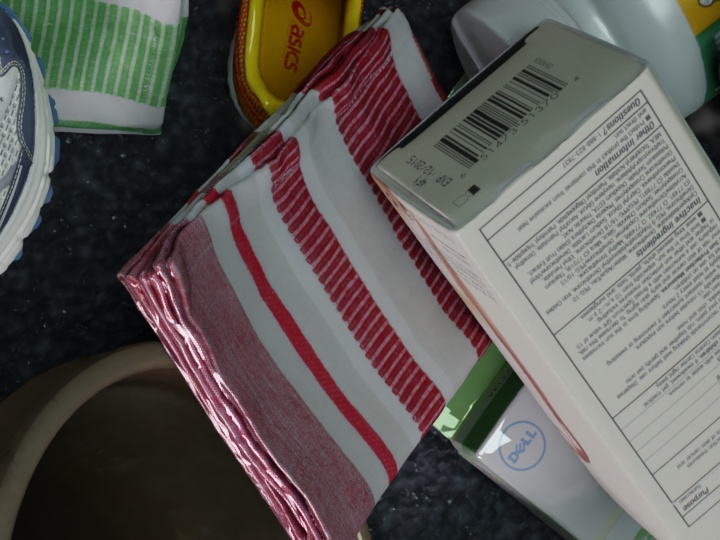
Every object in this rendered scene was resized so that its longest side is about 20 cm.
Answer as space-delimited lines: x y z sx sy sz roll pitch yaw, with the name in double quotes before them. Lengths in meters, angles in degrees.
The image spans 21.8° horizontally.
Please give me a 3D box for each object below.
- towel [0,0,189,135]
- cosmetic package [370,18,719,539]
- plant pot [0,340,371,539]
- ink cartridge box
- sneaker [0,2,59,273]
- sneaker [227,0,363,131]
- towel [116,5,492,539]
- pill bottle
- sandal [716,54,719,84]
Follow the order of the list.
"towel" -0.136 -0.122 0.732 0.151 0.200 0.024 0 55 -14
"cosmetic package" 0.106 0.010 0.764 0.103 0.087 0.200 -39 119 -6
"plant pot" -0.117 0.140 0.732 0.200 0.174 0.202 16 68 -44
"ink cartridge box" 0.088 0.025 0.860 0.200 0.048 0.146 39 83 -15
"sneaker" -0.175 -0.013 0.699 0.077 0.085 0.201 14 86 21
"sneaker" -0.018 -0.157 0.806 0.072 0.077 0.202 0 88 -13
"towel" 0.000 0.000 0.750 0.144 0.023 0.200 58 45 -21
"pill bottle" 0.142 -0.136 0.829 0.200 0.113 0.113 -36 101 -11
"sandal" 0.210 -0.071 0.820 0.080 0.201 0.057 -42 57 -2
